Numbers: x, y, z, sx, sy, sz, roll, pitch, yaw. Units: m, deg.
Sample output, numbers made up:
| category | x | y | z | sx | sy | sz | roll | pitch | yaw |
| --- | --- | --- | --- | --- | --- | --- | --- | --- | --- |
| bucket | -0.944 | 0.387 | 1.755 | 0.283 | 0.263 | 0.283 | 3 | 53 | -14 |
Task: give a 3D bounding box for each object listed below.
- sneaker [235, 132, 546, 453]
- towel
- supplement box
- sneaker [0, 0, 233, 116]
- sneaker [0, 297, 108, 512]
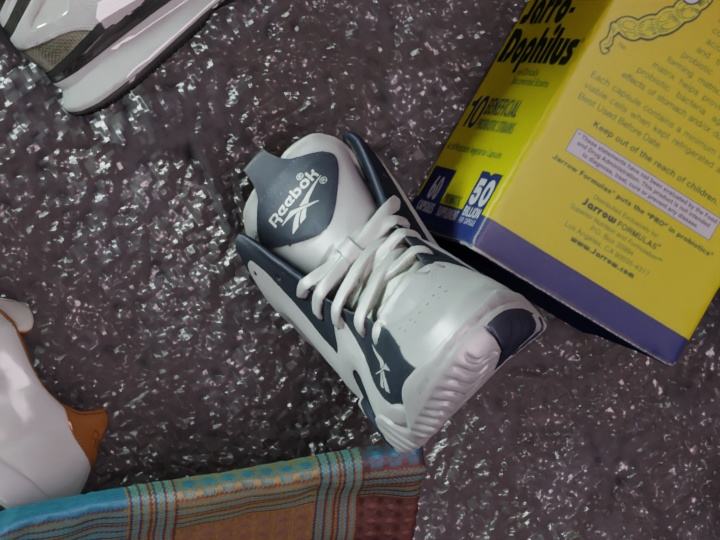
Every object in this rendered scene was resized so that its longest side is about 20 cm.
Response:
| category | x | y | z | sx | sy | sz | roll | pitch | yaw |
| --- | --- | --- | --- | --- | --- | --- | --- | --- | --- |
| sneaker | 0.000 | 0.000 | 0.917 | 0.079 | 0.199 | 0.130 | -43 | 93 | 0 |
| towel | -0.074 | 0.139 | 0.958 | 0.200 | 0.022 | 0.147 | -8 | 137 | -14 |
| supplement box | 0.124 | -0.076 | 0.980 | 0.110 | 0.109 | 0.200 | 31 | 88 | -16 |
| sneaker | -0.079 | -0.169 | 0.933 | 0.200 | 0.076 | 0.115 | -42 | 106 | -4 |
| sneaker | -0.194 | 0.029 | 0.941 | 0.200 | 0.073 | 0.085 | 41 | 61 | -13 |
